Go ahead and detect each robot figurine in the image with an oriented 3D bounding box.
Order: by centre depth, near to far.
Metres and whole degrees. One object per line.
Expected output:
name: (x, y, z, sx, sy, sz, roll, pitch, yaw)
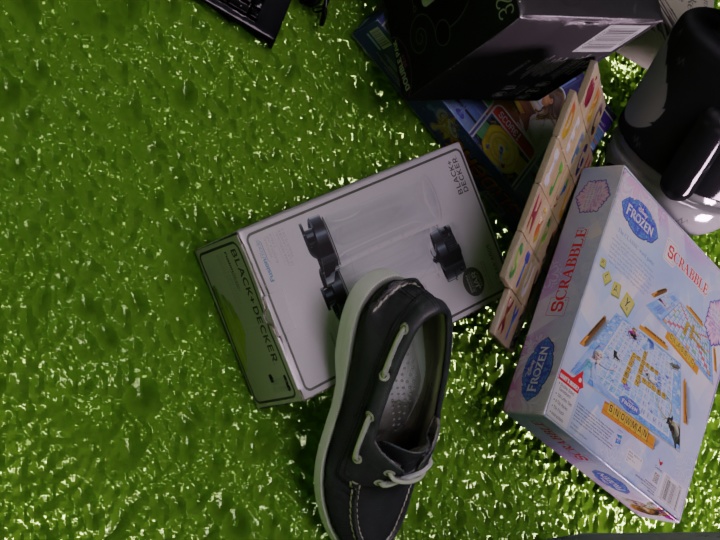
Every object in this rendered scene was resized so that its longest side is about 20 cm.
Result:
robot figurine: (0.271, -0.123, 1.056, 0.150, 0.201, 0.125, -2, 42, -39)

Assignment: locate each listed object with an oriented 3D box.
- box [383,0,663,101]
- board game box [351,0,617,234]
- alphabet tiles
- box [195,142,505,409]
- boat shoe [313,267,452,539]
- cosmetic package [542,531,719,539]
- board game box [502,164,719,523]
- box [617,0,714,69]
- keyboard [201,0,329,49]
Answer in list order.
box: (0.096, -0.235, 0.936, 0.124, 0.148, 0.201, -5, 77, -31)
board game box: (0.099, -0.146, 1.033, 0.200, 0.034, 0.136, 50, 57, -16)
alphabet tiles: (0.135, -0.041, 0.965, 0.166, 0.006, 0.201, 39, 71, -72)
box: (0.000, 0.000, 0.919, 0.199, 0.060, 0.117, -26, 96, -36)
boat shoe: (0.017, 0.100, 0.860, 0.075, 0.060, 0.201, -21, 124, -38)
cosmetic package: (0.148, 0.240, 0.886, 0.199, 0.199, 0.124, -3, 82, -36)
board game box: (0.204, 0.058, 1.026, 0.200, 0.041, 0.200, 39, 64, -39)
box: (0.193, -0.240, 1.099, 0.199, 0.068, 0.083, 20, 68, -30)
keyboard: (-0.043, -0.254, 0.956, 0.104, 0.040, 0.201, 29, 66, -26)
